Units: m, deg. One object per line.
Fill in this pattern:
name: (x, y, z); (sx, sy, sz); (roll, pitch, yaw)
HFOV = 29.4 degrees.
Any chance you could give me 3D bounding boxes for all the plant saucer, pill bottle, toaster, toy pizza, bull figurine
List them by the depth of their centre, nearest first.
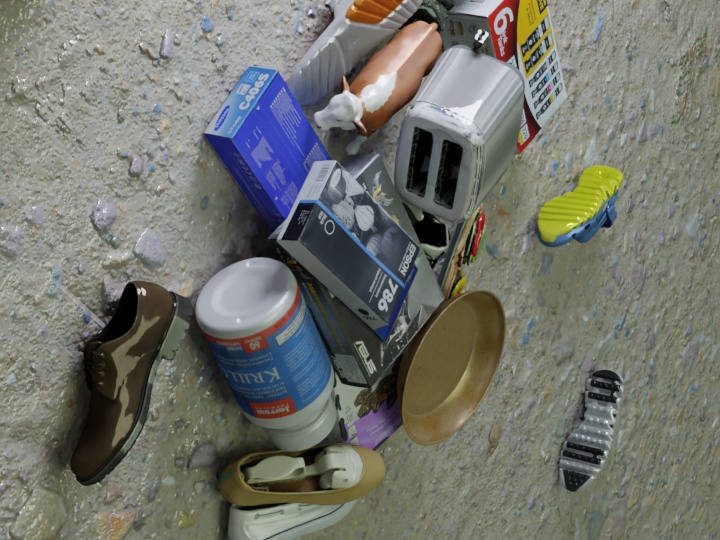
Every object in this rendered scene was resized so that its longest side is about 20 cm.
pill bottle: (-0.091, 0.095, 1.450); (0.112, 0.111, 0.201); (-50, 136, -31)
bull figurine: (0.018, -0.194, 1.498); (0.065, 0.121, 0.200); (45, 61, 0)
toaster: (0.108, -0.150, 1.513); (0.130, 0.113, 0.201); (-55, 163, -39)
plant saucer: (0.102, 0.110, 1.642); (0.199, 0.035, 0.202); (-32, 134, -39)
toy pizza: (0.123, -0.002, 1.701); (0.200, 0.031, 0.203); (20, 89, -83)

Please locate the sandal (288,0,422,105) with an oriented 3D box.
sandal: (-0.015, -0.271, 1.485); (0.207, 0.059, 0.079); (-45, 143, -6)

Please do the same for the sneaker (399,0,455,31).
sneaker: (0.092, -0.336, 1.590); (0.198, 0.076, 0.116); (-24, 122, -44)

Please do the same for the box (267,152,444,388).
box: (0.000, 0.000, 1.491); (0.158, 0.048, 0.202); (-46, 124, -35)

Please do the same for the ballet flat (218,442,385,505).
ballet flat: (-0.056, 0.224, 1.510); (0.197, 0.063, 0.069); (-6, 65, -23)

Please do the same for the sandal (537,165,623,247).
sandal: (0.323, -0.076, 1.990); (0.199, 0.079, 0.088); (-34, 130, -41)

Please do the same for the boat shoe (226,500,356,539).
boat shoe: (-0.070, 0.259, 1.565); (0.199, 0.073, 0.068); (-27, 125, -46)

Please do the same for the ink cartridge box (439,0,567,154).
ink cartridge box: (0.191, -0.283, 1.732); (0.176, 0.083, 0.202); (-49, 136, -33)

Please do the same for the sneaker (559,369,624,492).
sneaker: (0.375, 0.262, 2.181); (0.202, 0.074, 0.081); (-66, 152, -14)

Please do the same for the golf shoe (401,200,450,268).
golf shoe: (0.067, -0.016, 1.646); (0.078, 0.094, 0.201); (-56, 141, -27)

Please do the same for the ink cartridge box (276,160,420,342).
ink cartridge box: (0.002, -0.016, 1.430); (0.200, 0.039, 0.100); (43, 61, -39)

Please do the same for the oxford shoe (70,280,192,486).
oxford shoe: (-0.238, 0.103, 1.303); (0.084, 0.072, 0.202); (29, 75, -36)

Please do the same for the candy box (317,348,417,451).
candy box: (-0.002, 0.103, 1.607); (0.167, 0.071, 0.202); (-39, 130, -39)

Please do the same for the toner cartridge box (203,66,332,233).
toner cartridge box: (-0.084, -0.111, 1.451); (0.096, 0.043, 0.201); (-59, 141, -24)
